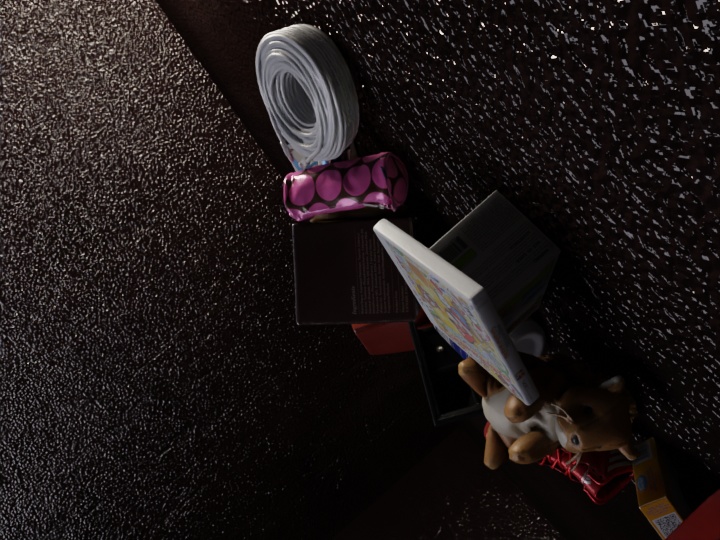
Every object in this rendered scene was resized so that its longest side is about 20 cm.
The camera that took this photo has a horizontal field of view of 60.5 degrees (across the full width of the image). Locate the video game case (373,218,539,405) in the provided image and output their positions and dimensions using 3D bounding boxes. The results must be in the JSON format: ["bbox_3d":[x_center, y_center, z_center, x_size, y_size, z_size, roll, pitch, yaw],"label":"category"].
[{"bbox_3d":[0.105,0.044,0.701,0.183,0.023,0.200,55,171,-36],"label":"video game case"}]

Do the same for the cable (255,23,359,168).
[{"bbox_3d":[-0.079,-0.263,0.926,0.199,0.069,0.202,4,123,57],"label":"cable"}]

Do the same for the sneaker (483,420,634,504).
[{"bbox_3d":[0.270,0.243,0.823,0.116,0.196,0.080,-87,-5,-61],"label":"sneaker"}]

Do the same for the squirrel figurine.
[{"bbox_3d":[0.252,0.159,0.746,0.186,0.197,0.144,-11,91,55],"label":"squirrel figurine"}]

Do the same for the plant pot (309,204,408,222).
[{"bbox_3d":[-0.011,-0.101,1.120,0.200,0.196,0.028,174,96,-84],"label":"plant pot"}]

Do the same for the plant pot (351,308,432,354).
[{"bbox_3d":[0.062,0.071,1.347,0.200,0.174,0.202,59,-173,-57],"label":"plant pot"}]

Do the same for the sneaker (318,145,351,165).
[{"bbox_3d":[-0.052,-0.240,1.052,0.072,0.072,0.203,12,127,45],"label":"sneaker"}]

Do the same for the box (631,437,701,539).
[{"bbox_3d":[0.411,0.324,0.768,0.201,0.041,0.119,54,-154,-5],"label":"box"}]

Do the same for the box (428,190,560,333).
[{"bbox_3d":[0.158,0.013,0.759,0.102,0.112,0.200,48,172,22],"label":"box"}]

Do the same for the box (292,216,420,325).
[{"bbox_3d":[0.000,0.000,1.051,0.166,0.196,0.168,-17,-75,-82],"label":"box"}]

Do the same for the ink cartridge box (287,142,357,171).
[{"bbox_3d":[-0.065,-0.205,1.208,0.068,0.115,0.200,49,174,19],"label":"ink cartridge box"}]

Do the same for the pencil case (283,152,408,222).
[{"bbox_3d":[-0.027,-0.125,0.970,0.090,0.197,0.096,28,-120,-56],"label":"pencil case"}]

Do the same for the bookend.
[{"bbox_3d":[0.211,0.178,1.196,0.092,0.196,0.202,66,-170,-72],"label":"bookend"}]

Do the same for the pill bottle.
[{"bbox_3d":[0.182,0.077,0.965,0.200,0.115,0.116,47,173,44],"label":"pill bottle"}]

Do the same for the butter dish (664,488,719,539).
[{"bbox_3d":[0.416,0.356,0.644,0.147,0.201,0.200,21,-158,-49],"label":"butter dish"}]
